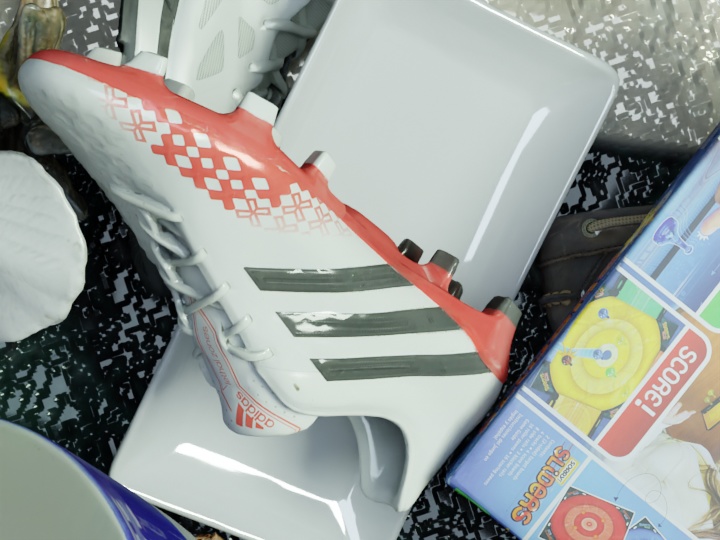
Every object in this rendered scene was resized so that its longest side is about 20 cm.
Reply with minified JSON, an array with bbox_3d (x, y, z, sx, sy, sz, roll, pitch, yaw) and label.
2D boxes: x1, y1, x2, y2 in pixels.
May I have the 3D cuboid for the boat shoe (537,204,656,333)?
[{"bbox_3d":[0.154,-0.018,0.814,0.199,0.074,0.074,-17,88,-6],"label":"boat shoe"}]

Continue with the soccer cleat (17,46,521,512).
[{"bbox_3d":[-0.033,0.004,0.737,0.200,0.068,0.086,36,79,-32],"label":"soccer cleat"}]

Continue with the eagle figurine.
[{"bbox_3d":[-0.191,-0.037,0.759,0.199,0.151,0.153,-8,81,-27],"label":"eagle figurine"}]

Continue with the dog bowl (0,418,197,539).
[{"bbox_3d":[-0.131,0.149,0.731,0.199,0.079,0.201,-12,60,22],"label":"dog bowl"}]

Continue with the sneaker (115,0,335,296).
[{"bbox_3d":[-0.023,-0.089,0.805,0.114,0.076,0.202,4,84,-2],"label":"sneaker"}]

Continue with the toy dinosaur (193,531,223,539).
[{"bbox_3d":[-0.088,0.188,0.789,0.135,0.102,0.201,35,100,21],"label":"toy dinosaur"}]

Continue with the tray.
[{"bbox_3d":[0.000,0.000,0.802,0.107,0.022,0.201,24,97,-20],"label":"tray"}]

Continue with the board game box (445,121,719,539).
[{"bbox_3d":[0.140,0.031,0.763,0.135,0.034,0.200,39,95,1],"label":"board game box"}]
